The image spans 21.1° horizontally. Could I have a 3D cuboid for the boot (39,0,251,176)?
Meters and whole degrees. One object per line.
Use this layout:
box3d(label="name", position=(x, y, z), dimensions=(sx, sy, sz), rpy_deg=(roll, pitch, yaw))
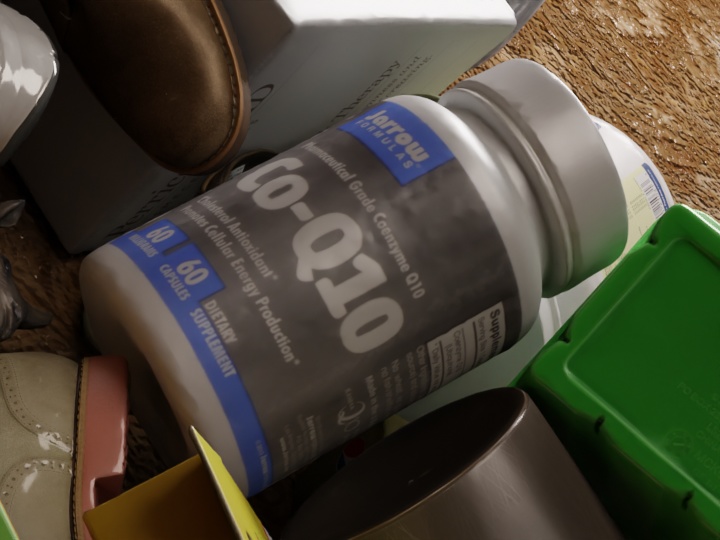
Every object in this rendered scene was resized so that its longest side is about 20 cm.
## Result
box3d(label="boot", position=(-0.116, -0.123, 0.780), dimensions=(0.200, 0.074, 0.075), rpy_deg=(59, 23, 10))

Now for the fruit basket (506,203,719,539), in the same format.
box3d(label="fruit basket", position=(0.161, 0.088, 0.808), dimensions=(0.216, 0.156, 0.216), rpy_deg=(42, -4, 4))

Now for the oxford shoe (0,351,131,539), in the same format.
box3d(label="oxford shoe", position=(-0.126, 0.114, 0.679), dimensions=(0.074, 0.071, 0.200), rpy_deg=(8, 46, -7))

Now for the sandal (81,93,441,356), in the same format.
box3d(label="sandal", position=(-0.041, -0.027, 0.848), dimensions=(0.080, 0.201, 0.057), rpy_deg=(41, -20, 37))

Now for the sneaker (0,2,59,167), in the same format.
box3d(label="sneaker", position=(-0.192, -0.116, 0.777), dimensions=(0.087, 0.075, 0.200), rpy_deg=(27, 12, -42))

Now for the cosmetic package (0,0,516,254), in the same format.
box3d(label="cosmetic package", position=(-0.069, -0.128, 0.913), dimensions=(0.167, 0.167, 0.200), rpy_deg=(57, 31, 13))

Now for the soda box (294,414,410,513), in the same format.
box3d(label="soda box", position=(0.064, 0.147, 0.880), dimensions=(0.200, 0.064, 0.068), rpy_deg=(34, 32, -25))

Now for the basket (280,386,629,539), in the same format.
box3d(label="basket", position=(0.067, 0.159, 0.751), dimensions=(0.200, 0.136, 0.180), rpy_deg=(58, 12, -10))

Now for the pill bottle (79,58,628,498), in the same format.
box3d(label="pill bottle", position=(0.000, 0.000, 0.768), dimensions=(0.200, 0.114, 0.114), rpy_deg=(-29, 76, -17))

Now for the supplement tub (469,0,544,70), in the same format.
box3d(label="supplement tub", position=(0.022, -0.226, 1.200), dimensions=(0.200, 0.122, 0.123), rpy_deg=(39, 31, -19))

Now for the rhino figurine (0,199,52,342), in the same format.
box3d(label="rhino figurine", position=(-0.194, -0.030, 0.737), dimensions=(0.200, 0.060, 0.088), rpy_deg=(34, 22, -32))

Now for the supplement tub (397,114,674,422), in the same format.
box3d(label="supplement tub", position=(0.067, 0.004, 0.969), dimensions=(0.145, 0.145, 0.200), rpy_deg=(51, 29, 4))

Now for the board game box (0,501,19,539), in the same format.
box3d(label="board game box", position=(-0.171, 0.074, 0.625), dimensions=(0.095, 0.030, 0.200), rpy_deg=(-26, 75, -15))

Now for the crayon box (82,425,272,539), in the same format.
box3d(label="crayon box", position=(-0.035, 0.140, 0.661), dimensions=(0.127, 0.051, 0.200), rpy_deg=(62, -5, 22))
